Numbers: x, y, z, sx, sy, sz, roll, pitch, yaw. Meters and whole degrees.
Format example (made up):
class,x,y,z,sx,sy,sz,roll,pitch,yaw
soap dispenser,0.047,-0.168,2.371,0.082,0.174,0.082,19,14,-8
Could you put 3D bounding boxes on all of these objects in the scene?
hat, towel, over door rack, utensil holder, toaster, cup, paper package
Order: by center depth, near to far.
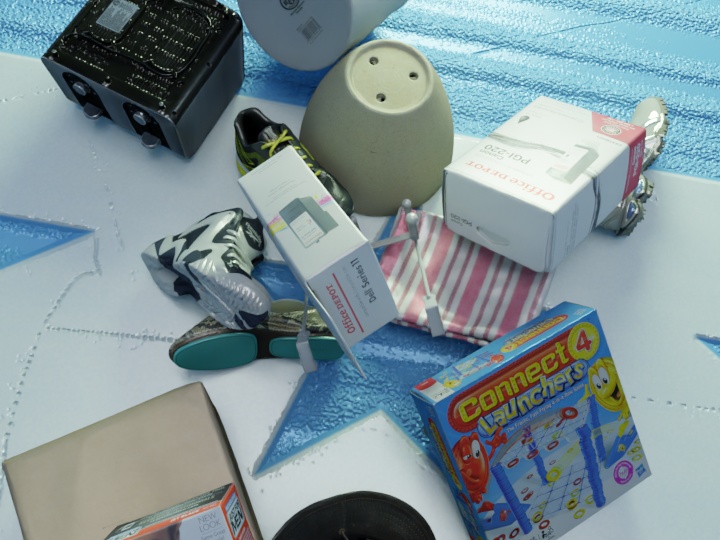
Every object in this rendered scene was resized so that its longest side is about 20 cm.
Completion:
class,x,y,z,sx,sy,sz,roll,pitch,yaw
hat,-0.026,0.295,0.684,0.198,0.081,0.203,0,91,-24
paper package,-0.209,0.234,0.689,0.198,0.104,0.192,-21,72,-12
over door rack,0.000,0.000,0.761,0.146,0.067,0.201,-16,37,6
towel,0.112,0.006,0.813,0.198,0.030,0.148,13,64,21
cup,0.025,-0.186,0.855,0.198,0.144,0.203,2,68,-4
utensil holder,-0.035,-0.359,0.871,0.169,0.171,0.200,30,48,7
toaster,-0.248,-0.259,0.871,0.179,0.119,0.201,26,68,4

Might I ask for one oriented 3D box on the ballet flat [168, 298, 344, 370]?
class,x,y,z,sx,sy,sz,roll,pitch,yaw
ballet flat,-0.109,0.066,0.793,0.197,0.068,0.076,-3,47,-13

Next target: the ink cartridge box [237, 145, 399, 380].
class,x,y,z,sx,sy,sz,roll,pitch,yaw
ink cartridge box,-0.031,-0.010,0.667,0.067,0.118,0.200,-32,51,-6

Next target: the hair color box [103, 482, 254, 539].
class,x,y,z,sx,sy,sz,roll,pitch,yaw
hair color box,-0.125,0.293,0.584,0.110,0.064,0.202,-20,90,0

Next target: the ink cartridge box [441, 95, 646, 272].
class,x,y,z,sx,sy,sz,roll,pitch,yaw
ink cartridge box,0.206,-0.104,0.813,0.145,0.085,0.200,28,54,34

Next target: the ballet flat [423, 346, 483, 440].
class,x,y,z,sx,sy,sz,roll,pitch,yaw
ballet flat,0.143,0.116,0.792,0.063,0.068,0.200,29,63,36

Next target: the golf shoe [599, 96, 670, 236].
class,x,y,z,sx,sy,sz,roll,pitch,yaw
golf shoe,0.325,-0.146,0.907,0.096,0.079,0.202,20,67,9

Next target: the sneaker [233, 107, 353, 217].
class,x,y,z,sx,sy,sz,roll,pitch,yaw
sneaker,-0.087,-0.115,0.819,0.074,0.085,0.199,-40,55,-21

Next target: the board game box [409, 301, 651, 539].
class,x,y,z,sx,sy,sz,roll,pitch,yaw
board game box,0.176,0.165,0.729,0.198,0.056,0.198,-27,104,-15

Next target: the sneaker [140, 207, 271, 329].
class,x,y,z,sx,sy,sz,roll,pitch,yaw
sneaker,-0.135,-0.016,0.779,0.198,0.080,0.129,12,45,47
